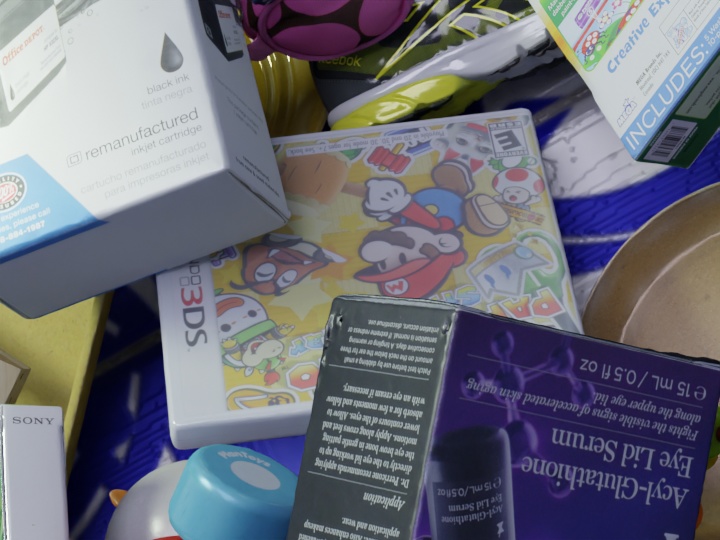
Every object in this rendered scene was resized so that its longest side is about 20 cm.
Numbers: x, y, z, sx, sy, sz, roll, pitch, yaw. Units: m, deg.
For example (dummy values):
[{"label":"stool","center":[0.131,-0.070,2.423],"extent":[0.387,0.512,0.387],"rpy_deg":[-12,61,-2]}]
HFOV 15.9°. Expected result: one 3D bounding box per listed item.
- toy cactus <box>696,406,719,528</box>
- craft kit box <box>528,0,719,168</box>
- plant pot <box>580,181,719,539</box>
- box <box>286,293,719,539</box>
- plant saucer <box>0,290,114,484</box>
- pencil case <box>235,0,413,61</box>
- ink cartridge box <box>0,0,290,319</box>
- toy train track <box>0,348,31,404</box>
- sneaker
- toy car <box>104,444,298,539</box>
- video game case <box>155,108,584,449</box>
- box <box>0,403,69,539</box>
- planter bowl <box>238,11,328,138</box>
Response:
[{"label":"toy cactus","center":[0.118,0.144,1.209],"extent":[0.165,0.102,0.200],"rpy_deg":[27,110,48]},{"label":"craft kit box","center":[0.152,-0.187,1.222],"extent":[0.200,0.049,0.198],"rpy_deg":[-54,50,31]},{"label":"plant pot","center":[0.202,0.048,1.256],"extent":[0.200,0.027,0.200],"rpy_deg":[-8,65,17]},{"label":"box","center":[0.054,0.121,1.106],"extent":[0.104,0.148,0.200],"rpy_deg":[4,83,59]},{"label":"plant saucer","center":[-0.207,0.020,1.374],"extent":[0.200,0.048,0.200],"rpy_deg":[28,115,28]},{"label":"pencil case","center":[-0.044,-0.205,1.333],"extent":[0.094,0.091,0.200],"rpy_deg":[-31,57,23]},{"label":"ink cartridge box","center":[-0.134,-0.099,1.251],"extent":[0.145,0.084,0.200],"rpy_deg":[-21,66,14]},{"label":"toy train track","center":[-0.259,0.011,1.347],"extent":[0.200,0.033,0.115],"rpy_deg":[32,103,21]},{"label":"sneaker","center":[0.060,-0.138,1.344],"extent":[0.200,0.074,0.085],"rpy_deg":[-27,81,2]},{"label":"toy car","center":[-0.056,0.155,1.257],"extent":[0.200,0.177,0.184],"rpy_deg":[-118,47,-63]},{"label":"video game case","center":[0.000,0.000,1.258],"extent":[0.200,0.023,0.182],"rpy_deg":[-7,49,-3]},{"label":"box","center":[-0.184,0.169,1.272],"extent":[0.036,0.200,0.144],"rpy_deg":[5,63,-23]},{"label":"planter bowl","center":[-0.120,-0.101,1.391],"extent":[0.200,0.083,0.200],"rpy_deg":[7,61,-14]}]
